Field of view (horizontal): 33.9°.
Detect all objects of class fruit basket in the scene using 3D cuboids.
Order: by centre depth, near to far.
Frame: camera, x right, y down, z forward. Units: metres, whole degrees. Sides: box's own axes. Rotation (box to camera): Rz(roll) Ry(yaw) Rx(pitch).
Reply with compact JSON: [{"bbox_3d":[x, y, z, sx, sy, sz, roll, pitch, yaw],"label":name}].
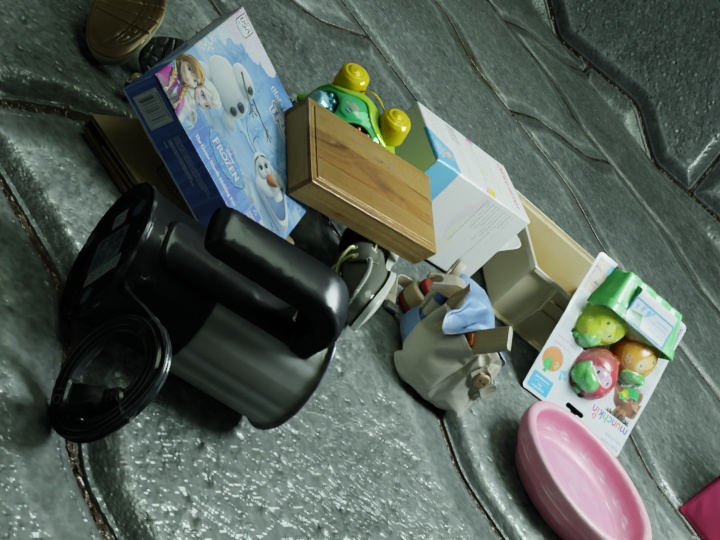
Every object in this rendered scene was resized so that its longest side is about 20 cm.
[{"bbox_3d":[0.320,0.109,1.503,0.185,0.201,0.093,38,-17,-23],"label":"fruit basket"}]

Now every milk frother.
[{"bbox_3d":[-0.122,0.065,0.877,0.187,0.180,0.202,34,69,-27],"label":"milk frother"}]

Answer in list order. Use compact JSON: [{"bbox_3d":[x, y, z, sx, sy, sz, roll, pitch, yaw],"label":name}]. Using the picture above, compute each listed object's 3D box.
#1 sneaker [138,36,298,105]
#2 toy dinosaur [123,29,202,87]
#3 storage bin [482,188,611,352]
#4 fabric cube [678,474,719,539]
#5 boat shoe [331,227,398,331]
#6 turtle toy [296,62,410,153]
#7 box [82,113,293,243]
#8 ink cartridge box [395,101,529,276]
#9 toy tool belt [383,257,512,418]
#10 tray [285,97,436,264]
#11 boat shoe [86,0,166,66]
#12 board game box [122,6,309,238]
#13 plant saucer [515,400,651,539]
[{"bbox_3d":[-0.160,-0.191,1.297,0.199,0.076,0.087,27,1,-26],"label":"sneaker"},{"bbox_3d":[-0.147,-0.193,1.230,0.198,0.089,0.048,15,20,-27],"label":"toy dinosaur"},{"bbox_3d":[0.263,0.023,1.642,0.198,0.094,0.201,37,25,-23],"label":"storage bin"},{"bbox_3d":[0.586,0.327,1.590,0.201,0.199,0.196,55,25,17],"label":"fabric cube"},{"bbox_3d":[-0.002,0.002,1.239,0.060,0.072,0.202,41,17,-9],"label":"boat shoe"},{"bbox_3d":[-0.015,-0.131,1.355,0.101,0.146,0.200,-25,67,-43],"label":"turtle toy"},{"bbox_3d":[-0.161,-0.078,1.145,0.164,0.021,0.200,54,23,14],"label":"box"},{"bbox_3d":[0.111,-0.092,1.516,0.199,0.125,0.129,32,28,-33],"label":"ink cartridge box"},{"bbox_3d":[0.106,0.052,1.279,0.124,0.123,0.201,35,25,-26],"label":"toy tool belt"},{"bbox_3d":[0.004,-0.089,1.216,0.199,0.037,0.100,27,49,-43],"label":"tray"},{"bbox_3d":[-0.244,-0.280,1.258,0.071,0.065,0.201,19,50,-11],"label":"boat shoe"},{"bbox_3d":[-0.118,-0.126,1.126,0.201,0.043,0.199,62,28,-19],"label":"board game box"},{"bbox_3d":[0.240,0.240,1.309,0.200,0.051,0.201,39,25,-22],"label":"plant saucer"}]
